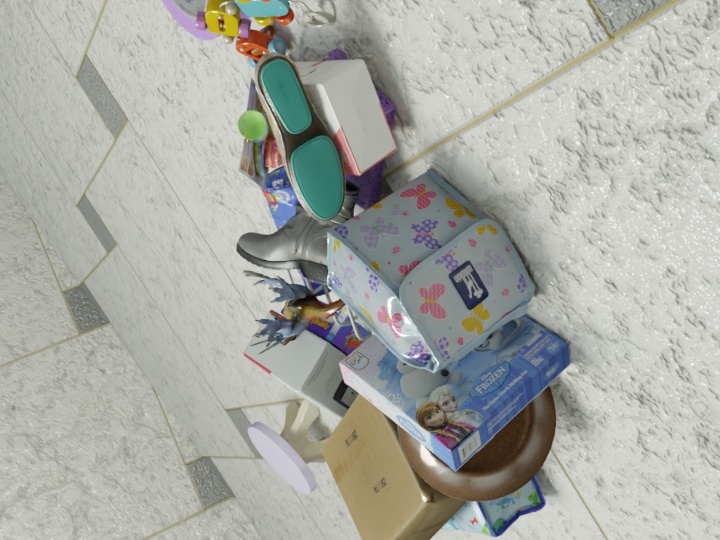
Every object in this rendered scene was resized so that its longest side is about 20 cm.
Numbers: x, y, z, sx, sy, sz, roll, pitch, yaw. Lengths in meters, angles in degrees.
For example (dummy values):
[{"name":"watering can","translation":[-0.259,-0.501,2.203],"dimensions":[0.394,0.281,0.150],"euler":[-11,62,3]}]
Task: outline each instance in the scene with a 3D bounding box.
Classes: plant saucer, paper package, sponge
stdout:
[{"name":"plant saucer","translation":[0.140,0.177,1.283],"dimensions":[0.201,0.200,0.037],"euler":[47,177,16]},{"name":"paper package","translation":[0.052,0.258,1.412],"dimensions":[0.193,0.102,0.201],"euler":[62,145,26]},{"name":"sponge","translation":[-0.012,-0.173,1.329],"dimensions":[0.112,0.030,0.201],"euler":[46,154,19]}]

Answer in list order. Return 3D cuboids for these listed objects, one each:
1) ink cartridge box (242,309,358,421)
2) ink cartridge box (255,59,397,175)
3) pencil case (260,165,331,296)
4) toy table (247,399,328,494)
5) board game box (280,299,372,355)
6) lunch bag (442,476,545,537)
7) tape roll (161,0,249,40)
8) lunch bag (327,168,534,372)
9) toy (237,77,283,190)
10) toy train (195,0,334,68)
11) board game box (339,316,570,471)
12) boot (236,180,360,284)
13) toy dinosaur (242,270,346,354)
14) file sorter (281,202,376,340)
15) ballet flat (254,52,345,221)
[{"name":"ink cartridge box","translation":[-0.054,0.156,1.547],"dimensions":[0.144,0.084,0.200],"euler":[25,169,45]},{"name":"ink cartridge box","translation":[-0.053,-0.186,1.270],"dimensions":[0.199,0.067,0.118],"euler":[14,133,56]},{"name":"pencil case","translation":[-0.076,-0.060,1.540],"dimensions":[0.086,0.078,0.203],"euler":[-3,121,39]},{"name":"toy table","translation":[-0.123,0.345,2.107],"dimensions":[0.199,0.116,0.186],"euler":[40,152,30]},{"name":"board game box","translation":[-0.010,0.109,1.565],"dimensions":[0.134,0.045,0.199],"euler":[26,170,47]},{"name":"lunch bag","translation":[0.147,0.264,1.492],"dimensions":[0.170,0.126,0.203],"euler":[-20,93,65]},{"name":"tape roll","translation":[-0.217,-0.408,1.373],"dimensions":[0.200,0.065,0.202],"euler":[43,155,26]},{"name":"lunch bag","translation":[0.083,0.003,1.206],"dimensions":[0.200,0.168,0.128],"euler":[46,152,27]},{"name":"toy","translation":[-0.118,-0.172,1.380],"dimensions":[0.046,0.118,0.200],"euler":[7,178,7]},{"name":"toy train","translation":[-0.117,-0.315,1.295],"dimensions":[0.148,0.057,0.199],"euler":[15,165,-28]},{"name":"board game box","translation":[0.111,0.111,1.250],"dimensions":[0.198,0.199,0.044],"euler":[32,150,40]},{"name":"boot","translation":[-0.076,-0.065,1.332],"dimensions":[0.197,0.069,0.134],"euler":[13,105,36]},{"name":"toy dinosaur","translation":[-0.080,0.067,1.382],"dimensions":[0.196,0.107,0.181],"euler":[10,178,20]},{"name":"file sorter","translation":[0.000,0.000,1.414],"dimensions":[0.199,0.124,0.140],"euler":[30,147,44]},{"name":"ballet flat","translation":[-0.069,-0.155,1.201],"dimensions":[0.067,0.067,0.203],"euler":[-137,27,-66]}]
